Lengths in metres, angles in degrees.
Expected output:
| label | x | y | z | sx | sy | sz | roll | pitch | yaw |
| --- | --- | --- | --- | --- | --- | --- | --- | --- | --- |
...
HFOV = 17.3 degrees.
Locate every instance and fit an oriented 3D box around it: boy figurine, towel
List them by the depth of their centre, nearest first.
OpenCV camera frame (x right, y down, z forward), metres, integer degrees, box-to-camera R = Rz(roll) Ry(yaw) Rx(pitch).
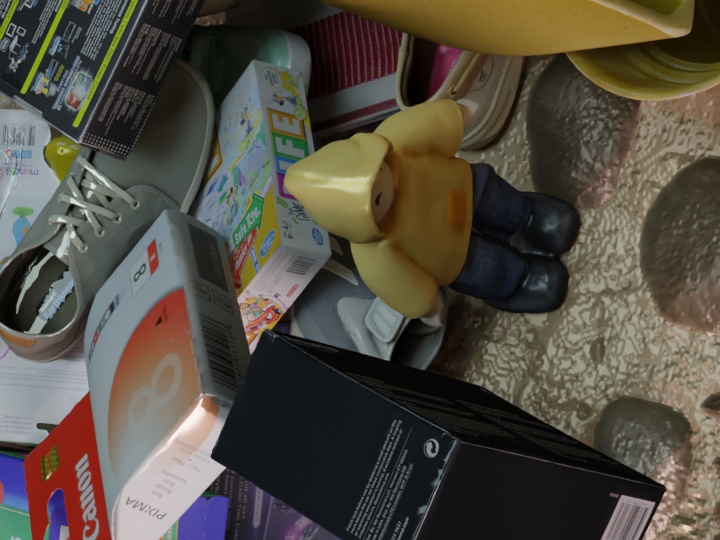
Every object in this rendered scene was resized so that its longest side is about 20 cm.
| label | x | y | z | sx | sy | sz | roll | pitch | yaw |
| --- | --- | --- | --- | --- | --- | --- | --- | --- | --- |
| boy figurine | 0.038 | -0.036 | 1.269 | 0.064 | 0.200 | 0.125 | 9 | 81 | 38 |
| towel | -0.023 | -0.178 | 1.462 | 0.143 | 0.023 | 0.201 | -15 | 71 | 33 |

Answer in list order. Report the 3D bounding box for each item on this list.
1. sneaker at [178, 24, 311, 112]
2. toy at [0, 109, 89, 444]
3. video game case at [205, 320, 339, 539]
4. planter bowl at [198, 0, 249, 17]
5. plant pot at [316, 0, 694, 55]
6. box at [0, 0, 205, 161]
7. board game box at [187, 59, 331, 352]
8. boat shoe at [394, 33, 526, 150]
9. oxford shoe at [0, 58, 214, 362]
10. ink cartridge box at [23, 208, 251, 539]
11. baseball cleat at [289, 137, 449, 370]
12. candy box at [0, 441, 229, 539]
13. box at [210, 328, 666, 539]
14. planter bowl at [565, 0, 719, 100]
| label | x | y | z | sx | sy | sz | roll | pitch | yaw |
| --- | --- | --- | --- | --- | --- | --- | --- | --- | --- |
| sneaker | -0.126 | -0.118 | 1.438 | 0.200 | 0.118 | 0.074 | 1 | 83 | 48 |
| toy | -0.172 | 0.004 | 1.436 | 0.114 | 0.047 | 0.201 | 3 | 92 | 25 |
| video game case | -0.050 | 0.102 | 1.417 | 0.199 | 0.019 | 0.144 | -2 | 78 | 36 |
| planter bowl | -0.096 | -0.239 | 1.430 | 0.199 | 0.134 | 0.202 | -8 | 76 | 34 |
| plant pot | 0.040 | -0.217 | 1.233 | 0.199 | 0.195 | 0.196 | -13 | 68 | 50 |
| box | -0.152 | -0.186 | 1.348 | 0.160 | 0.044 | 0.201 | 31 | 99 | 36 |
| board game box | -0.086 | -0.008 | 1.392 | 0.200 | 0.034 | 0.135 | -50 | 38 | 41 |
| boat shoe | 0.066 | -0.173 | 1.361 | 0.073 | 0.069 | 0.201 | 7 | 83 | 38 |
| oxford shoe | -0.151 | -0.034 | 1.375 | 0.075 | 0.058 | 0.201 | 35 | 95 | 18 |
| ink cartridge box | -0.139 | 0.086 | 1.311 | 0.200 | 0.050 | 0.163 | -45 | 35 | 22 |
| baseball cleat | 0.000 | 0.000 | 1.369 | 0.106 | 0.070 | 0.201 | -17 | 58 | 19 |
| candy box | -0.181 | 0.201 | 1.443 | 0.199 | 0.077 | 0.170 | 9 | 93 | 38 |
| box | 0.043 | 0.105 | 1.230 | 0.141 | 0.200 | 0.079 | 31 | 98 | 38 |
| planter bowl | 0.196 | -0.176 | 1.246 | 0.200 | 0.083 | 0.202 | -18 | 64 | 42 |
